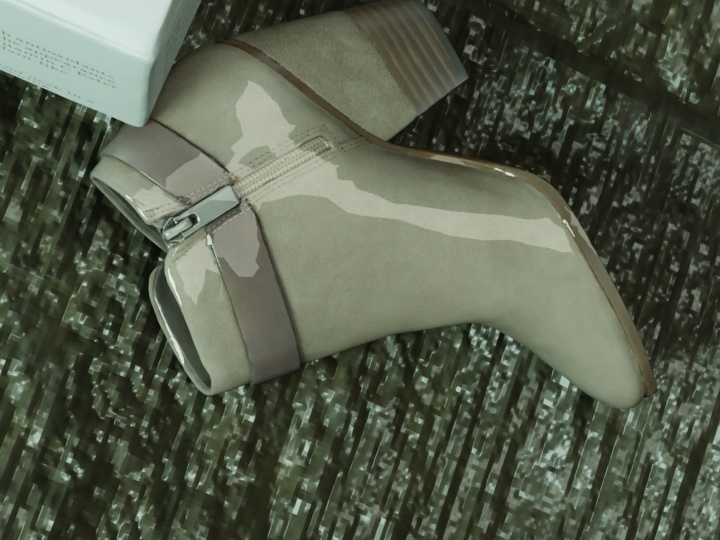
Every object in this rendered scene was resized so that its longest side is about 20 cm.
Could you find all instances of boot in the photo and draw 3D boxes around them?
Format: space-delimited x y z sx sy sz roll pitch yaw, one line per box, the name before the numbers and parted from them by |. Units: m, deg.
boot | 0.000 0.000 1.043 0.146 0.070 0.200 -34 91 -18

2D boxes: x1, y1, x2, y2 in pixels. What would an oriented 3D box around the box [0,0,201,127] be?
box | -0.122 -0.183 0.957 0.198 0.131 0.200 24 82 -3
